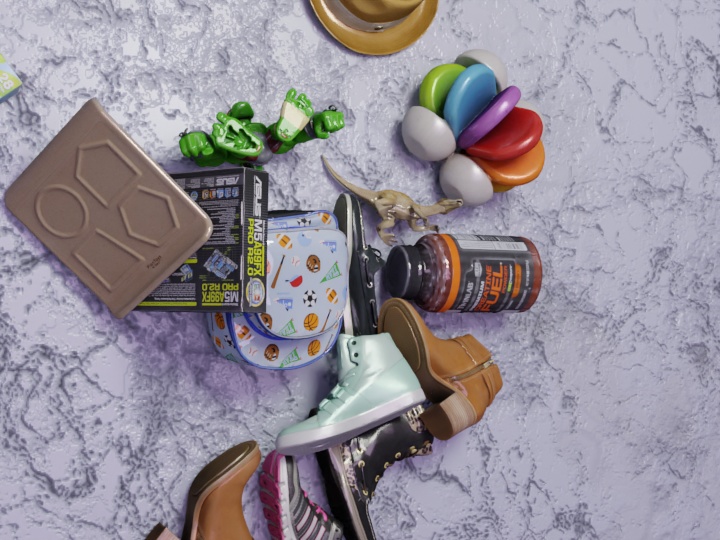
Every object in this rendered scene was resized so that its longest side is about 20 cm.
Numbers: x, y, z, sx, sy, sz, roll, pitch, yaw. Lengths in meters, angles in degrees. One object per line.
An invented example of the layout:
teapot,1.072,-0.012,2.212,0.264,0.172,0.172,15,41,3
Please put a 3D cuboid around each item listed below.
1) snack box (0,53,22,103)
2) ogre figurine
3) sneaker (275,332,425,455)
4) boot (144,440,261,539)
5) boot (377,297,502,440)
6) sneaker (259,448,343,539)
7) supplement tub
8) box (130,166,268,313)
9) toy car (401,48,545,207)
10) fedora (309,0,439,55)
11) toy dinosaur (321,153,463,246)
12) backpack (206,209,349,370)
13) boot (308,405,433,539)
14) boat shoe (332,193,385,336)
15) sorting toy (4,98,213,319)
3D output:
snack box,-0.500,-0.237,1.186,0.168,0.068,0.201,-39,105,-20
ogre figurine,-0.132,-0.160,1.324,0.199,0.120,0.099,-35,98,-23
sneaker,-0.031,0.147,1.343,0.199,0.074,0.119,-21,74,-20
boot,-0.154,0.322,1.327,0.155,0.074,0.200,45,84,-16
boot,0.113,0.108,1.433,0.155,0.076,0.201,-30,89,-50
sneaker,-0.068,0.313,1.366,0.087,0.074,0.202,-16,100,-24
supplement tub,0.136,0.004,1.448,0.198,0.107,0.108,1,88,-24
box,-0.195,-0.032,1.252,0.044,0.199,0.162,3,86,-55
toy car,0.168,-0.193,1.444,0.175,0.150,0.200,-46,106,-18
fedora,0.028,-0.382,1.422,0.199,0.082,0.203,1,87,-24
toy dinosaur,0.036,-0.084,1.422,0.198,0.101,0.059,15,122,-11
backpack,-0.100,0.025,1.323,0.198,0.154,0.192,-5,100,-27
boot,0.026,0.254,1.410,0.150,0.073,0.202,-17,87,-23
boat shoe,0.001,0.001,1.401,0.066,0.074,0.201,-3,93,-19
sorting toy,-0.285,-0.068,1.233,0.200,0.185,0.037,48,27,-6
